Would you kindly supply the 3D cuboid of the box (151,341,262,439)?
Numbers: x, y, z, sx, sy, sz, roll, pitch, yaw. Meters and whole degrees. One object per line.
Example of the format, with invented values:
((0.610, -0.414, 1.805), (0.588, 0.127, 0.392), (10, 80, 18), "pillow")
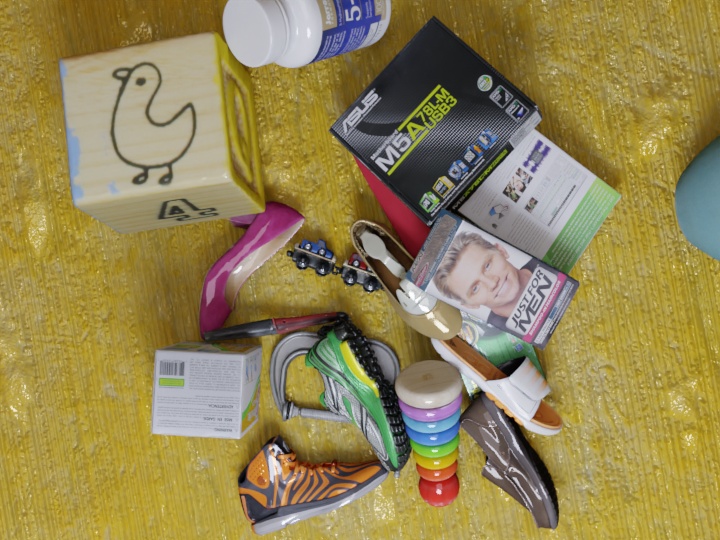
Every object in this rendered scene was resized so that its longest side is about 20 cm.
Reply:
((-0.188, 0.146, 1.678), (0.112, 0.200, 0.102), (3, 90, 1), "box")

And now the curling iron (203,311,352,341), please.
((-0.104, 0.076, 1.735), (0.198, 0.050, 0.026), (-2, 121, -10), "curling iron")

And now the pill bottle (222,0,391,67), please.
((-0.068, -0.319, 1.668), (0.199, 0.119, 0.120), (-25, 87, -40), "pill bottle")

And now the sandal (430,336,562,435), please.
((0.182, 0.129, 1.685), (0.206, 0.079, 0.059), (37, 112, -2), "sandal")

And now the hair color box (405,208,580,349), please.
((0.164, 0.012, 1.644), (0.199, 0.060, 0.100), (25, 96, -29), "hair color box")

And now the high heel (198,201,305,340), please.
((-0.144, 0.004, 1.745), (0.095, 0.067, 0.201), (16, 77, 14), "high heel")

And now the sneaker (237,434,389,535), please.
((-0.068, 0.259, 1.731), (0.199, 0.078, 0.113), (-21, 89, 3), "sneaker")

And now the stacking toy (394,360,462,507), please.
((0.091, 0.217, 1.693), (0.085, 0.086, 0.201), (-3, 120, 3), "stacking toy")

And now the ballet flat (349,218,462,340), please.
((0.050, 0.010, 1.688), (0.069, 0.063, 0.200), (-45, 64, 3), "ballet flat")

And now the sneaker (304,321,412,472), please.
((0.001, 0.170, 1.717), (0.085, 0.078, 0.201), (-29, 88, 21), "sneaker")

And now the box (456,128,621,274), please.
((0.216, -0.093, 1.709), (0.199, 0.036, 0.145), (35, 89, -14), "box")

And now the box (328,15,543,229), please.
((0.093, -0.184, 1.669), (0.200, 0.047, 0.193), (-46, 70, 4), "box")

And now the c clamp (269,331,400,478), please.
((-0.028, 0.168, 1.755), (0.199, 0.027, 0.172), (12, 90, 3), "c clamp")

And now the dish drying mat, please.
((0.051, -0.108, 1.730), (0.077, 0.018, 0.201), (-37, 78, 33), "dish drying mat")

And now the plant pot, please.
((0.473, -0.087, 1.665), (0.134, 0.199, 0.202), (-9, 89, 40), "plant pot")

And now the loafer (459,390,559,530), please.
((0.191, 0.249, 1.722), (0.071, 0.073, 0.201), (-29, 90, 14), "loafer")

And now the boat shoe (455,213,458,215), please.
((0.094, -0.141, 1.730), (0.062, 0.073, 0.201), (-16, 93, 0), "boat shoe")

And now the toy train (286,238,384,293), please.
((0.000, 0.000, 1.750), (0.199, 0.034, 0.046), (18, 79, 0), "toy train")

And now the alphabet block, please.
((-0.242, -0.166, 1.669), (0.198, 0.196, 0.197), (-9, 81, 8), "alphabet block")

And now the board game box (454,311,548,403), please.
((0.159, 0.073, 1.732), (0.104, 0.023, 0.201), (-22, 97, 2), "board game box")
